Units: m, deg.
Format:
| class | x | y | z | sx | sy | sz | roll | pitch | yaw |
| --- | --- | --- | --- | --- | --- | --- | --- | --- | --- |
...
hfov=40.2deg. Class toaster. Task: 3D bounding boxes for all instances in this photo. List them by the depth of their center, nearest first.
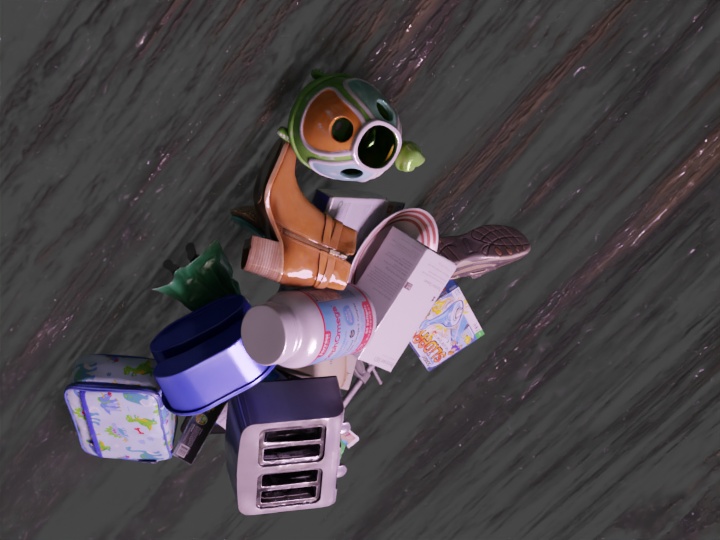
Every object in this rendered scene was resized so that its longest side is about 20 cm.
| class | x | y | z | sx | sy | sz | roll | pitch | yaw |
| --- | --- | --- | --- | --- | --- | --- | --- | --- | --- |
| toaster | -0.121 | 0.262 | 1.509 | 0.198 | 0.119 | 0.182 | -2 | 118 | -16 |

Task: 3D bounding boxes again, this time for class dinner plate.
| class | x | y | z | sx | sy | sz | roll | pitch | yaw |
| --- | --- | --- | --- | --- | --- | --- | --- | --- | --- |
| dinner plate | 0.047 | -0.011 | 1.567 | 0.200 | 0.024 | 0.201 | -30 | 137 | -32 |

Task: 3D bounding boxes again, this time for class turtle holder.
| class | x | y | z | sx | sy | sz | roll | pitch | yaw |
| --- | --- | --- | --- | --- | --- | --- | --- | --- | --- |
| turtle holder | -0.007 | -0.173 | 1.317 | 0.141 | 0.132 | 0.186 | -46 | 135 | -11 |

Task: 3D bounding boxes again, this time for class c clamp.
| class | x | y | z | sx | sy | sz | roll | pitch | yaw |
| --- | --- | --- | --- | --- | --- | --- | --- | --- | --- |
| c clamp | -0.035 | 0.231 | 1.825 | 0.200 | 0.027 | 0.171 | -48 | 140 | -25 |

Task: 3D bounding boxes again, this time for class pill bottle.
| class | x | y | z | sx | sy | sz | roll | pitch | yaw |
| --- | --- | --- | --- | --- | --- | --- | --- | --- | --- |
| pill bottle | -0.073 | 0.078 | 1.391 | 0.199 | 0.109 | 0.109 | -9 | 141 | -55 |

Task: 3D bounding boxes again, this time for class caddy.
| class | x | y | z | sx | sy | sz | roll | pitch | yaw |
| --- | --- | --- | --- | --- | --- | --- | --- | --- | --- |
| caddy | -0.211 | 0.129 | 1.438 | 0.199 | 0.142 | 0.105 | -27 | 123 | 1 |

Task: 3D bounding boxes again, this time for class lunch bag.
| class | x | y | z | sx | sy | sz | roll | pitch | yaw |
| --- | --- | --- | --- | --- | --- | --- | --- | --- | --- |
| lunch bag | -0.372 | 0.218 | 1.536 | 0.159 | 0.083 | 0.201 | 6 | 137 | 1 |

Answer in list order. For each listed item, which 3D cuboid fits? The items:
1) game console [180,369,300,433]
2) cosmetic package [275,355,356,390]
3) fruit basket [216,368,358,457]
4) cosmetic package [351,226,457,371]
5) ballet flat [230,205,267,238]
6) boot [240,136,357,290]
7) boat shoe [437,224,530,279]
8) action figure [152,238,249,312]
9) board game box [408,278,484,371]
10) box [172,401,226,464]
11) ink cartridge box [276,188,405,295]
| class | x | y | z | sx | sy | sz | roll | pitch | yaw |
| --- | --- | --- | --- | --- | --- | --- | --- | --- | --- |
| game console | -0.190 | 0.253 | 1.724 | 0.116 | 0.176 | 0.201 | -33 | 158 | -55 |
| cosmetic package | -0.080 | 0.128 | 1.633 | 0.200 | 0.073 | 0.104 | 30 | 71 | -60 |
| fruit basket | -0.130 | 0.270 | 1.662 | 0.200 | 0.094 | 0.185 | 37 | 126 | -17 |
| cosmetic package | 0.048 | 0.046 | 1.525 | 0.113 | 0.081 | 0.201 | 24 | 97 | -55 |
| ballet flat | -0.125 | -0.060 | 1.463 | 0.066 | 0.070 | 0.200 | -57 | 148 | -10 |
| boot | -0.072 | -0.075 | 1.369 | 0.154 | 0.202 | 0.077 | 13 | 170 | -20 |
| boat shoe | 0.202 | -0.028 | 1.733 | 0.198 | 0.075 | 0.073 | -7 | 148 | -18 |
| action figure | -0.223 | 0.037 | 1.496 | 0.118 | 0.055 | 0.200 | -34 | 140 | -1 |
| board game box | 0.149 | 0.103 | 1.865 | 0.135 | 0.035 | 0.200 | -34 | 144 | 2 |
| box | -0.230 | 0.198 | 1.592 | 0.040 | 0.137 | 0.201 | 29 | 108 | -5 |
| ink cartridge box | -0.032 | -0.027 | 1.513 | 0.199 | 0.040 | 0.201 | -1 | 117 | -56 |
